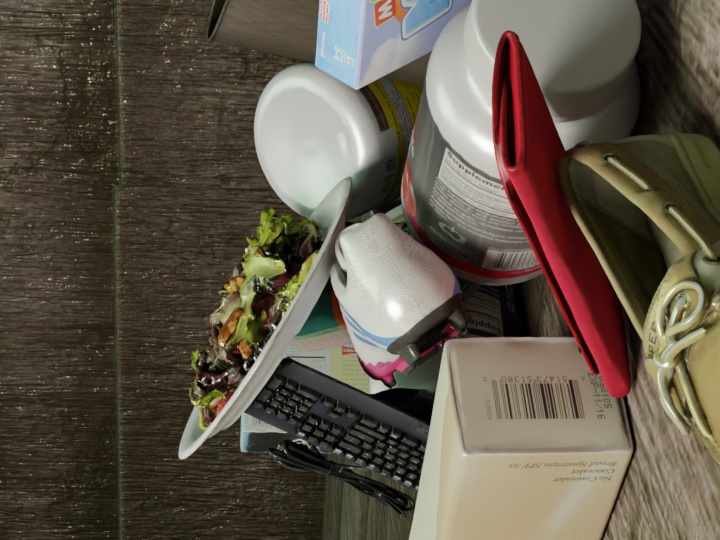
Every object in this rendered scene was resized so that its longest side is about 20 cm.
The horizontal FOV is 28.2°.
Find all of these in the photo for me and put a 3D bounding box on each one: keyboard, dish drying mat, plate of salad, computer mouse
[{"bbox_3d":[0.014,0.121,0.910,0.127,0.199,0.021,-48,19,56],"label":"keyboard"},{"bbox_3d":[0.094,-0.018,0.669,0.200,0.018,0.077,56,-150,-51],"label":"dish drying mat"},{"bbox_3d":[-0.066,0.023,0.879,0.200,0.048,0.200,-55,9,13],"label":"plate of salad"},{"bbox_3d":[0.063,0.076,0.879,0.200,0.059,0.034,-23,37,42],"label":"computer mouse"}]

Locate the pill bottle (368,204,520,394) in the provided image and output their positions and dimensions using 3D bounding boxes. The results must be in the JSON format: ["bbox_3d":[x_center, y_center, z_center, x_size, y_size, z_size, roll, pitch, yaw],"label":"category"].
[{"bbox_3d":[0.060,0.054,1.028,0.111,0.110,0.201,97,174,-49],"label":"pill bottle"}]

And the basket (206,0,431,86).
[{"bbox_3d":[0.022,-0.184,0.888,0.180,0.199,0.137,130,154,-61],"label":"basket"}]

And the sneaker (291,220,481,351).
[{"bbox_3d":[0.000,0.000,0.973,0.199,0.080,0.072,-22,46,36],"label":"sneaker"}]

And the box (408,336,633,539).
[{"bbox_3d":[0.084,0.130,0.811,0.201,0.094,0.078,94,173,-47],"label":"box"}]

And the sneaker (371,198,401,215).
[{"bbox_3d":[0.041,-0.116,1.167,0.116,0.075,0.201,-65,-35,-72],"label":"sneaker"}]

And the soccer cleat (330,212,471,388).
[{"bbox_3d":[0.020,0.013,0.839,0.087,0.070,0.200,55,172,7],"label":"soccer cleat"}]

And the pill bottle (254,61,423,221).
[{"bbox_3d":[0.027,-0.110,1.009,0.200,0.109,0.110,-26,-51,-45],"label":"pill bottle"}]

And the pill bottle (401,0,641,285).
[{"bbox_3d":[0.085,-0.079,0.760,0.200,0.110,0.111,102,169,-66],"label":"pill bottle"}]

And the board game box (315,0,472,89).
[{"bbox_3d":[0.061,-0.197,0.739,0.037,0.200,0.152,36,140,30],"label":"board game box"}]

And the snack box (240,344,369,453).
[{"bbox_3d":[0.007,0.086,1.131,0.037,0.199,0.117,96,175,-55],"label":"snack box"}]

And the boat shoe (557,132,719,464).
[{"bbox_3d":[0.121,0.009,0.549,0.201,0.063,0.073,-94,7,-53],"label":"boat shoe"}]
